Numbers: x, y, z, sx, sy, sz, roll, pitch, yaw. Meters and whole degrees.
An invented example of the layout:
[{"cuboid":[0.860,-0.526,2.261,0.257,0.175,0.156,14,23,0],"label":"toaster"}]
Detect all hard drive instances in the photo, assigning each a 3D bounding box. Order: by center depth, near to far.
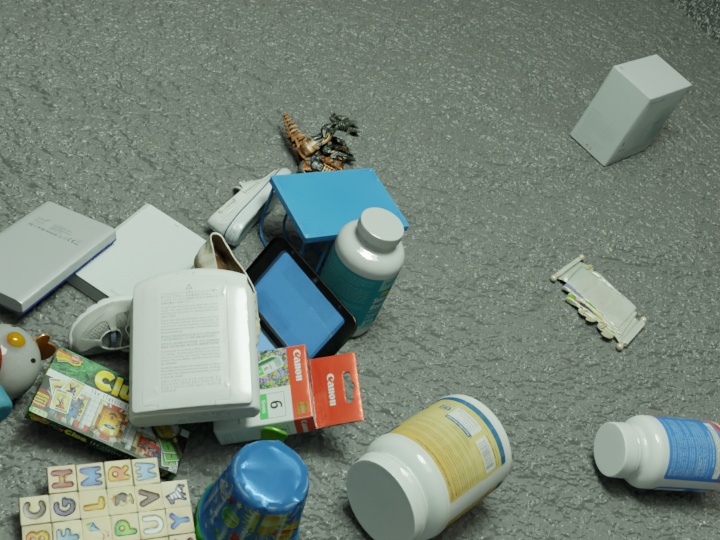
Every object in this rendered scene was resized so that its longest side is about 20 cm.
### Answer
[{"cuboid":[-0.462,-0.023,1.286,0.130,0.026,0.200,21,39,16],"label":"hard drive"},{"cuboid":[-0.330,-0.014,1.365,0.131,0.026,0.200,32,41,6],"label":"hard drive"}]

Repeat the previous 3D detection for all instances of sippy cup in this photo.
[{"cuboid":[-0.123,0.279,1.095,0.138,0.131,0.179,-9,52,-33],"label":"sippy cup"}]

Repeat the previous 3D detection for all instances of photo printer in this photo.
[{"cuboid":[-0.215,0.093,1.168,0.164,0.070,0.203,-5,64,-5],"label":"photo printer"}]

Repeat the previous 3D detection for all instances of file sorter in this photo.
[{"cuboid":[-0.051,-0.071,1.494,0.198,0.123,0.140,-8,51,-33],"label":"file sorter"}]

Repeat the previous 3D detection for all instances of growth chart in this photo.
[{"cuboid":[0.447,0.057,1.700,0.144,0.018,0.200,-22,60,-40],"label":"growth chart"}]

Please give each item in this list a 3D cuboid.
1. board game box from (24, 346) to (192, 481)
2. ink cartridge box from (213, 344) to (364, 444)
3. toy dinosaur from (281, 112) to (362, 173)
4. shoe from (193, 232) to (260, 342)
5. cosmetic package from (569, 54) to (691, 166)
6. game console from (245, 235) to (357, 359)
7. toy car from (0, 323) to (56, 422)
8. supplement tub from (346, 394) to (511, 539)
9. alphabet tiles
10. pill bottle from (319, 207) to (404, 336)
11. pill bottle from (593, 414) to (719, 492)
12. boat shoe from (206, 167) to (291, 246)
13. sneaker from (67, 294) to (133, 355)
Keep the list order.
[{"cuboid":[-0.312,0.181,1.149,0.198,0.024,0.106,28,39,-17],"label":"board game box"},{"cuboid":[-0.100,0.161,1.219,0.197,0.051,0.110,-9,58,-1],"label":"ink cartridge box"},{"cuboid":[-0.071,-0.225,1.668,0.135,0.102,0.201,-34,89,-27],"label":"toy dinosaur"},{"cuboid":[-0.186,0.028,1.271,0.069,0.054,0.201,7,40,-39],"label":"shoe"},{"cuboid":[0.623,-0.371,2.086,0.198,0.201,0.123,-22,60,-40],"label":"cosmetic package"},{"cuboid":[-0.138,0.073,1.307,0.175,0.117,0.200,-22,60,-41],"label":"game console"},{"cuboid":[-0.447,0.107,1.088,0.185,0.177,0.199,52,34,12],"label":"toy car"},{"cuboid":[0.092,0.266,1.207,0.199,0.146,0.145,-23,60,-41],"label":"supplement tub"},{"cuboid":[-0.291,0.303,1.055,0.197,0.006,0.168,0,58,-27],"label":"alphabet tiles"},{"cuboid":[0.000,0.000,1.388,0.109,0.201,0.112,14,43,-13],"label":"pill bottle"},{"cuboid":[0.469,0.284,1.409,0.197,0.113,0.113,8,44,-21],"label":"pill bottle"},{"cuboid":[-0.184,-0.123,1.513,0.066,0.074,0.200,32,42,3],"label":"boat shoe"},{"cuboid":[-0.295,0.079,1.230,0.197,0.075,0.082,-14,45,-23],"label":"sneaker"}]
